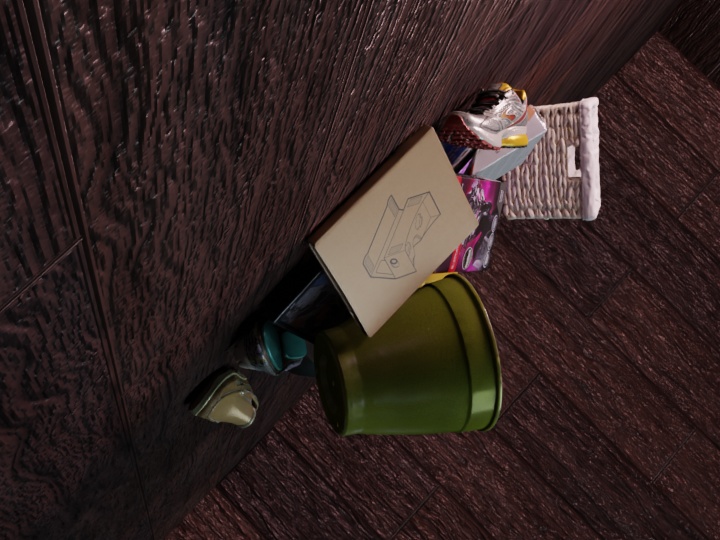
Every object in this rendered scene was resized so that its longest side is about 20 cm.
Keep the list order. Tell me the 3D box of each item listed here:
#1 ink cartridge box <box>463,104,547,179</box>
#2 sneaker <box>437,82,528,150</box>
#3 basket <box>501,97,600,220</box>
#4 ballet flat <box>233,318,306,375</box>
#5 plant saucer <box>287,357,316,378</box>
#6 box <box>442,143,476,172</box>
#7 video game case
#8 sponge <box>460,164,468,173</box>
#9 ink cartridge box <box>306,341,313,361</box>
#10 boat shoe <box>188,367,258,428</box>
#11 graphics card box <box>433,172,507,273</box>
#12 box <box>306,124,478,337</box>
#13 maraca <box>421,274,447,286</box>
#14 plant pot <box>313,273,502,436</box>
[{"bbox_3d":[0.161,-0.148,1.699,0.198,0.051,0.162,-28,171,-11],"label":"ink cartridge box"},{"bbox_3d":[0.157,-0.199,1.509,0.199,0.077,0.083,-18,116,-61],"label":"sneaker"},{"bbox_3d":[0.334,-0.193,2.047,0.158,0.201,0.200,-1,-171,16],"label":"basket"},{"bbox_3d":[-0.122,0.102,1.492,0.072,0.072,0.200,-46,169,5],"label":"ballet flat"},{"bbox_3d":[-0.019,0.129,1.828,0.200,0.197,0.037,-28,117,-75],"label":"plant saucer"},{"bbox_3d":[0.123,-0.157,1.657,0.119,0.041,0.200,-48,177,19],"label":"box"},{"bbox_3d":[-0.013,0.015,1.482,0.181,0.026,0.200,-47,154,4],"label":"video game case"},{"bbox_3d":[0.166,-0.139,1.896,0.201,0.030,0.112,-56,173,-43],"label":"sponge"},{"bbox_3d":[-0.018,0.095,1.755,0.161,0.051,0.199,-25,-177,-31],"label":"ink cartridge box"},{"bbox_3d":[-0.172,0.178,1.599,0.072,0.076,0.200,-46,175,7],"label":"boat shoe"},{"bbox_3d":[0.126,-0.063,1.534,0.199,0.050,0.127,-2,105,-65],"label":"graphics card box"},{"bbox_3d":[0.043,-0.044,1.375,0.200,0.021,0.164,-45,131,-16],"label":"box"},{"bbox_3d":[0.085,0.009,1.885,0.136,0.108,0.200,-27,163,17],"label":"maraca"},{"bbox_3d":[0.048,0.122,1.467,0.190,0.203,0.201,-11,163,-17],"label":"plant pot"}]
